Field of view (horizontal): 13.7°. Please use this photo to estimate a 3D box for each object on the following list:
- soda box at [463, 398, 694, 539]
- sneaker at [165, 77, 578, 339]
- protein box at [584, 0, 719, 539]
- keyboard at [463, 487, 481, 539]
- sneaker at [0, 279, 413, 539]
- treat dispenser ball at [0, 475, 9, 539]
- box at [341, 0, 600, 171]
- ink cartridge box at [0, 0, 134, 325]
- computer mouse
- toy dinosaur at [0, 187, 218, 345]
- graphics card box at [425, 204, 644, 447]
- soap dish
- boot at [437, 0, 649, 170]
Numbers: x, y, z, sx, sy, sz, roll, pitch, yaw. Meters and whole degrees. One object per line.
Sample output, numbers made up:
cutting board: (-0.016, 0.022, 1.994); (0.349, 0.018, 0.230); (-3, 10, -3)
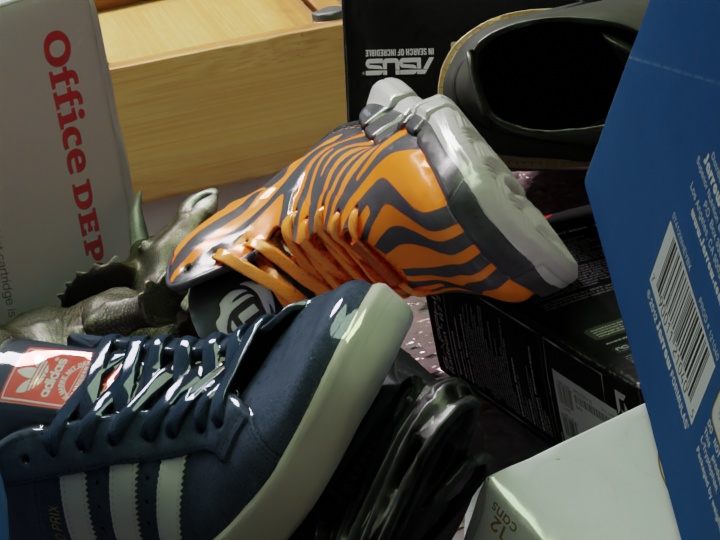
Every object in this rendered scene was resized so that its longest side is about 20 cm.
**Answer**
soda box: (0.121, 0.063, 0.819); (0.200, 0.064, 0.068); (-22, 56, -33)
sneaker: (0.000, 0.000, 0.989); (0.112, 0.078, 0.200); (-38, 10, -3)
protein box: (0.159, -0.021, 0.724); (0.135, 0.200, 0.199); (2, 46, -14)
keyboard: (0.131, 0.067, 0.927); (0.200, 0.011, 0.056); (-7, 14, 6)
sneaker: (-0.061, 0.043, 0.836); (0.200, 0.085, 0.075); (-40, 15, 50)
treat dispenser ball: (-0.192, 0.071, 0.768); (0.201, 0.201, 0.201); (-8, 19, 3)
box: (0.109, -0.088, 1.193); (0.164, 0.086, 0.200); (1, 6, 27)
ink cartridge box: (-0.189, -0.016, 1.105); (0.200, 0.145, 0.084); (-23, 22, -35)
computer mouse: (-0.001, 0.078, 0.847); (0.053, 0.139, 0.200); (34, 8, -7)
toy dinosaur: (-0.116, 0.039, 1.055); (0.200, 0.077, 0.102); (-26, 11, -25)
graphics card box: (0.111, 0.020, 0.993); (0.125, 0.051, 0.200); (-14, 15, -16)
soap dish: (-0.072, -0.082, 1.337); (0.157, 0.081, 0.200); (-12, 18, -8)
boot: (0.127, -0.067, 0.999); (0.200, 0.078, 0.138); (-13, 1, 1)
